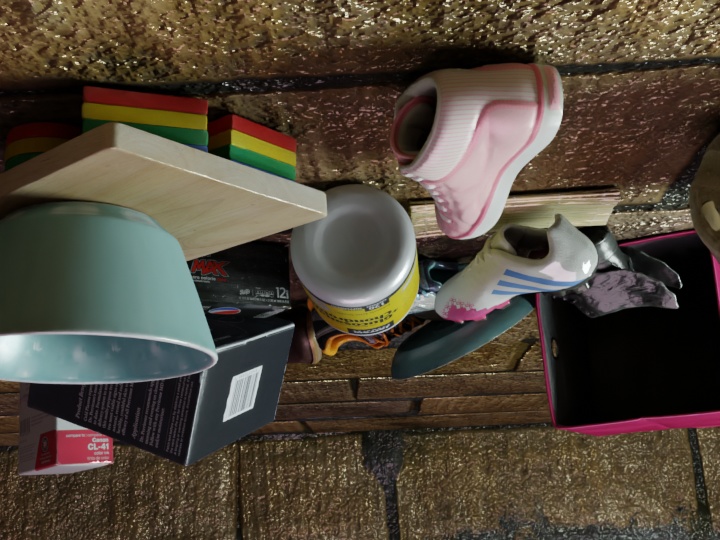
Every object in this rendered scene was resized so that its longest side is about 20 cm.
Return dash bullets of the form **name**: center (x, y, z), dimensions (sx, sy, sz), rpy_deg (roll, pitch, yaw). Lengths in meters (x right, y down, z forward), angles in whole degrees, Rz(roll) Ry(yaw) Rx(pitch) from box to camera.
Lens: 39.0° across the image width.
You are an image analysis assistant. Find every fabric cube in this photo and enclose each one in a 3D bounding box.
- **fabric cube**: center (0.330, 0.083, 1.173), dimensions (0.199, 0.198, 0.199), rpy_deg (-10, 165, 24)

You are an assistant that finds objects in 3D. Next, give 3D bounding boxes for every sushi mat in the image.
- **sushi mat**: center (0.144, -0.054, 0.983), dimensions (0.199, 0.012, 0.096), rpy_deg (-4, 166, 5)

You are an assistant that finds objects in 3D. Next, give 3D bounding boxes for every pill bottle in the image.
- **pill bottle**: center (0.000, 0.000, 0.969), dimensions (0.111, 0.113, 0.200), rpy_deg (-3, 165, 4)

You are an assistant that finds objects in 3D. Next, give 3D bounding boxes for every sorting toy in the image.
- **sorting toy**: center (-0.163, -0.071, 0.759), dimensions (0.199, 0.070, 0.198), rpy_deg (-14, 161, 39)

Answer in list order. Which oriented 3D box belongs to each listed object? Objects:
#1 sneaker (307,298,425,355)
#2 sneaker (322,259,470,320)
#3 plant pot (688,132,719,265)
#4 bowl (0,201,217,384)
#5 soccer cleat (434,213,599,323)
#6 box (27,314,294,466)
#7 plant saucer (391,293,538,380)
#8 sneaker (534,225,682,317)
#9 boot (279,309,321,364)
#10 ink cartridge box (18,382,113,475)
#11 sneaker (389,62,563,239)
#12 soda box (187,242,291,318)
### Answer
- **sneaker**: center (0.031, 0.058, 1.262), dimensions (0.199, 0.078, 0.078), rpy_deg (-10, 162, 20)
- **sneaker**: center (0.046, 0.015, 1.135), dimensions (0.199, 0.078, 0.086), rpy_deg (-6, 162, -24)
- **plant pot**: center (0.357, -0.033, 0.796), dimensions (0.200, 0.202, 0.183), rpy_deg (-15, 150, 39)
- **bowl**: center (-0.204, 0.016, 0.741), dimensions (0.199, 0.106, 0.201), rpy_deg (-2, 166, -1)
- **soccer cleat**: center (0.141, -0.007, 1.012), dimensions (0.199, 0.070, 0.086), rpy_deg (-19, 124, 41)
- **box**: center (-0.206, 0.098, 1.078), dimensions (0.196, 0.125, 0.200), rpy_deg (17, -169, 19)
- **plant saucer**: center (0.118, 0.067, 1.200), dimensions (0.199, 0.028, 0.200), rpy_deg (-29, -175, 3)
- **sneaker**: center (0.228, 0.014, 1.078), dimensions (0.199, 0.060, 0.104), rpy_deg (-19, 121, 40)
- **boot**: center (-0.144, 0.104, 1.390), dimensions (0.165, 0.073, 0.200), rpy_deg (-7, 173, -13)
- **ink cartridge box**: center (-0.399, 0.168, 1.368), dimensions (0.085, 0.201, 0.147), rpy_deg (7, 163, -35)
- **sneaker**: center (0.061, -0.084, 0.734), dimensions (0.104, 0.076, 0.200), rpy_deg (-3, 158, -15)
- **soda box**: center (-0.172, 0.005, 1.039), dimensions (0.199, 0.071, 0.063), rpy_deg (6, 162, -31)
